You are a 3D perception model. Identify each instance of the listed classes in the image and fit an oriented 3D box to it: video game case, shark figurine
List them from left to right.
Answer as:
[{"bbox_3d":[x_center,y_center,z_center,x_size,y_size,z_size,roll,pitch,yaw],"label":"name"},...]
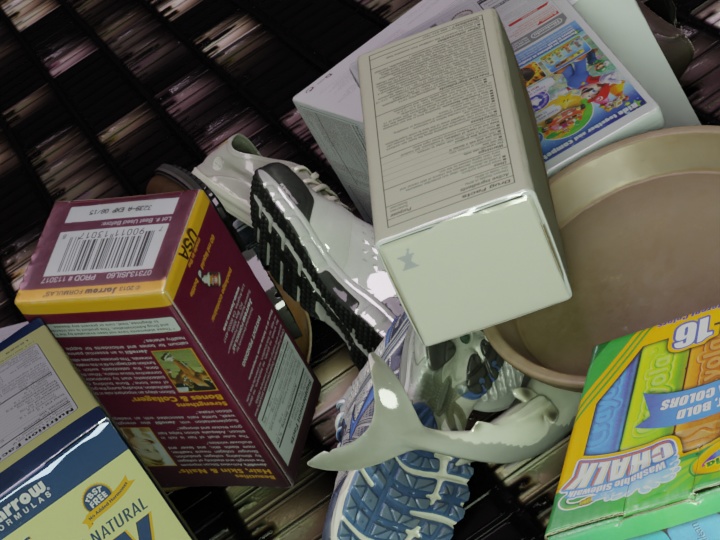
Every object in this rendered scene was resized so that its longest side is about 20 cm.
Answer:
[{"bbox_3d":[0.087,-0.110,1.399,0.143,0.018,0.200,-29,39,-1],"label":"video game case"},{"bbox_3d":[0.082,0.087,1.266,0.214,0.128,0.090,-30,-21,-42],"label":"shark figurine"}]

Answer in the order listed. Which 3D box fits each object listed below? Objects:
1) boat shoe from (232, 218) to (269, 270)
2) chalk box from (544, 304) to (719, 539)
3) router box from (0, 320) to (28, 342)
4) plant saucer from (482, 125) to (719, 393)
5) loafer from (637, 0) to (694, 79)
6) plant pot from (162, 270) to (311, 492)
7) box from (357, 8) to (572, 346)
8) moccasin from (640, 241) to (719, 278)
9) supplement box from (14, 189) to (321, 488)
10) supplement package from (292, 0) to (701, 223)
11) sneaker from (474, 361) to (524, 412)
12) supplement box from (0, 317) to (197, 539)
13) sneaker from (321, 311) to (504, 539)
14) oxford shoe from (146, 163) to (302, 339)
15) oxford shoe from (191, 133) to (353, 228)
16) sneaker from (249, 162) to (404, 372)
[{"bbox_3d":[-0.098,0.023,1.662,0.200,0.071,0.091,-31,31,10],"label":"boat shoe"},{"bbox_3d":[0.172,0.121,1.040,0.123,0.125,0.200,-20,27,27],"label":"chalk box"},{"bbox_3d":[-0.268,0.137,1.547,0.199,0.049,0.181,-13,63,37],"label":"router box"},{"bbox_3d":[0.160,-0.003,1.230,0.199,0.030,0.201,-17,39,14],"label":"plant saucer"},{"bbox_3d":[0.206,-0.180,1.684,0.071,0.073,0.200,-24,31,3],"label":"loafer"},{"bbox_3d":[-0.122,0.079,1.555,0.199,0.028,0.201,-14,44,14],"label":"plant pot"},{"bbox_3d":[0.056,-0.057,1.267,0.094,0.078,0.201,-18,35,11],"label":"box"},{"bbox_3d":[0.235,0.010,1.256,0.199,0.081,0.068,3,51,33],"label":"moccasin"},{"bbox_3d":[-0.117,0.048,1.413,0.110,0.200,0.086,-3,49,25],"label":"supplement box"},{"bbox_3d":[0.095,-0.105,1.558,0.191,0.147,0.200,-38,24,-12],"label":"supplement package"},{"bbox_3d":[0.138,0.009,1.390,0.201,0.075,0.105,-51,-19,10],"label":"sneaker"},{"bbox_3d":[-0.168,0.165,1.280,0.134,0.201,0.200,-35,22,-7],"label":"supplement box"},{"bbox_3d":[0.022,0.100,1.319,0.085,0.077,0.201,-18,39,52],"label":"sneaker"},{"bbox_3d":[-0.118,-0.005,1.561,0.084,0.073,0.200,-32,43,-2],"label":"oxford shoe"},{"bbox_3d":[-0.039,-0.041,1.603,0.200,0.075,0.058,33,93,29],"label":"oxford shoe"},{"bbox_3d":[0.000,0.000,1.484,0.080,0.200,0.074,-31,-24,-24],"label":"sneaker"}]
